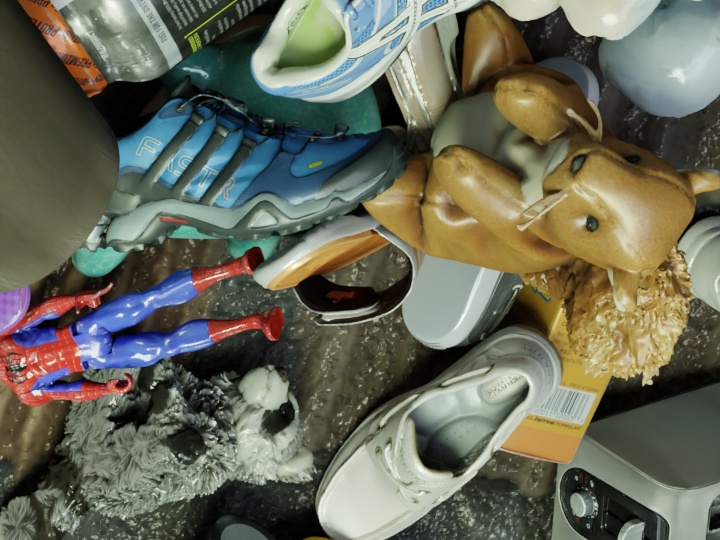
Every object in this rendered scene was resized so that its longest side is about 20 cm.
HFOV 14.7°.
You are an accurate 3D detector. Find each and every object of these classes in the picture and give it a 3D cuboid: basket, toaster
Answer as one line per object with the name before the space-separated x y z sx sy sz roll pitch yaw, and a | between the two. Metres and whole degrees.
basket | -0.224 -0.088 1.412 0.181 0.136 0.200 -50 131 -2
toaster | 0.230 0.180 1.875 0.199 0.119 0.182 -14 121 -32

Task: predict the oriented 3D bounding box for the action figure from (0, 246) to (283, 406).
action figure | -0.148 0.039 1.626 0.199 0.052 0.066 -16 103 15

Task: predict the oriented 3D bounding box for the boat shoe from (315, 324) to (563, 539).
boat shoe | 0.039 0.110 1.750 0.071 0.069 0.200 46 113 -1

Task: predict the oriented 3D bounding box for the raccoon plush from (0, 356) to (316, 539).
raccoon plush | -0.126 0.117 1.716 0.199 0.097 0.134 -31 147 28

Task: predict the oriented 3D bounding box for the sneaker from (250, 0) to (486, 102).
sneaker | 0.019 -0.156 1.488 0.200 0.076 0.077 -46 168 26

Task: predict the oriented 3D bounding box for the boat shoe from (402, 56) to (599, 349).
boat shoe | 0.098 -0.038 1.738 0.066 0.070 0.201 12 107 -53

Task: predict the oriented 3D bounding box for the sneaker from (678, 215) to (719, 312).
sneaker | 0.301 0.022 1.851 0.199 0.100 0.075 9 110 -32

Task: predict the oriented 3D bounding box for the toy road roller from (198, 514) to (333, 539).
toy road roller | -0.047 0.255 1.755 0.199 0.146 0.123 15 132 -36

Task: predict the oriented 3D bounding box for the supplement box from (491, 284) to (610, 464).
supplement box | 0.137 0.020 1.786 0.069 0.067 0.201 16 108 -31

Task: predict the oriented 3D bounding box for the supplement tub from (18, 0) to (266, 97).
supplement tub | -0.099 -0.186 1.514 0.200 0.123 0.123 -36 127 -6

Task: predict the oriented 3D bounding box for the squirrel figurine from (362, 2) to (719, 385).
squirrel figurine | 0.131 -0.032 1.586 0.142 0.186 0.200 -52 126 -14

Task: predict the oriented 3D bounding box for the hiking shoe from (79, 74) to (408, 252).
hiking shoe | -0.075 -0.064 1.525 0.199 0.074 0.087 -8 105 9

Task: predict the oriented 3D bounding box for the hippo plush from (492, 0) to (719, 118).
hippo plush | 0.145 -0.173 1.582 0.158 0.201 0.161 -9 143 8

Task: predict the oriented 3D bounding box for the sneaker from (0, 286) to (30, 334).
sneaker | -0.243 -0.028 1.549 0.080 0.088 0.201 -36 128 -6

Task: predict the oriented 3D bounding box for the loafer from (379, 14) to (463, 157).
loafer | 0.029 -0.109 1.663 0.063 0.072 0.201 -15 115 -8

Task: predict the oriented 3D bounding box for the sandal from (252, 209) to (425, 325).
sandal | -0.007 0.004 1.638 0.079 0.207 0.059 -32 86 19

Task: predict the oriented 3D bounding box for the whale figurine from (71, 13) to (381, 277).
whale figurine | -0.080 -0.059 1.606 0.199 0.104 0.160 -26 126 -10
